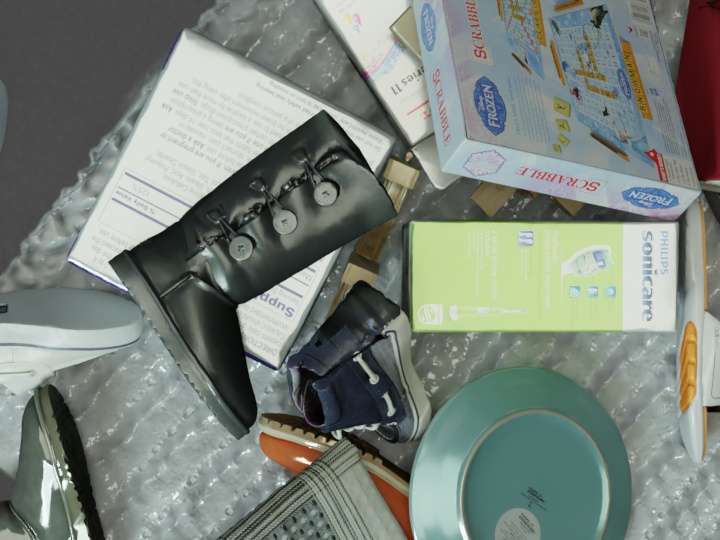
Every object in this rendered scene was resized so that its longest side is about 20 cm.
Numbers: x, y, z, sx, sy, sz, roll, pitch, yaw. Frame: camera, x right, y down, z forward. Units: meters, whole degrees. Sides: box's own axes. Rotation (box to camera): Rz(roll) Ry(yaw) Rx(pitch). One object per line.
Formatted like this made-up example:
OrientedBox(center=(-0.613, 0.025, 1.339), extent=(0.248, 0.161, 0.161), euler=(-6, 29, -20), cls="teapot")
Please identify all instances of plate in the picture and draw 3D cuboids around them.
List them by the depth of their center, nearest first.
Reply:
OrientedBox(center=(0.131, 0.175, 1.595), extent=(0.199, 0.026, 0.201), euler=(1, 88, -26), cls="plate")

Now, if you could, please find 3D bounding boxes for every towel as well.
OrientedBox(center=(-0.028, 0.258, 1.525), extent=(0.192, 0.034, 0.201), euler=(-36, 108, -34), cls="towel")

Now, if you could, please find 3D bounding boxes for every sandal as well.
OrientedBox(center=(0.278, 0.047, 1.608), extent=(0.059, 0.079, 0.208), euler=(0, 89, 2), cls="sandal")

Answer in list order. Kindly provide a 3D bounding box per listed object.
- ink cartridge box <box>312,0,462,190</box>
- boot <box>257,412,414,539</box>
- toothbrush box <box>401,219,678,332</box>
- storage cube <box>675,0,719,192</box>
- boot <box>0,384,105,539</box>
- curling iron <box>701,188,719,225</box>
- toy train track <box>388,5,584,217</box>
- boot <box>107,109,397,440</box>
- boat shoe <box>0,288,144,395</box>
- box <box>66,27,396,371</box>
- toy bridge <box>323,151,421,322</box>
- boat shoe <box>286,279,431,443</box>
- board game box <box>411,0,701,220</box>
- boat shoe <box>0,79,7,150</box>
OrientedBox(center=(0.055, -0.174, 1.605), extent=(0.117, 0.067, 0.201), euler=(-33, 91, -1), cls="ink cartridge box")
OrientedBox(center=(-0.005, 0.187, 1.610), extent=(0.199, 0.075, 0.108), euler=(29, 95, -3), cls="boot")
OrientedBox(center=(0.132, 0.004, 1.571), extent=(0.199, 0.146, 0.087), euler=(1, 90, 0), cls="toothbrush box")
OrientedBox(center=(0.343, -0.141, 1.550), extent=(0.199, 0.171, 0.181), euler=(8, 90, -11), cls="storage cube")
OrientedBox(center=(-0.308, 0.194, 1.605), extent=(0.199, 0.073, 0.183), euler=(-10, 97, 5), cls="boot")
OrientedBox(center=(0.312, -0.026, 1.636), extent=(0.049, 0.026, 0.200), euler=(-36, 87, -22), cls="curling iron")
OrientedBox(center=(0.096, -0.119, 1.560), extent=(0.200, 0.033, 0.115), euler=(45, 83, -12), cls="toy train track")
OrientedBox(center=(-0.058, 0.003, 1.509), extent=(0.200, 0.066, 0.165), euler=(-34, 94, -6), cls="boot")
OrientedBox(center=(-0.267, 0.061, 1.610), extent=(0.199, 0.071, 0.070), euler=(-4, 118, -5), cls="boat shoe")
OrientedBox(center=(-0.097, -0.053, 1.585), extent=(0.183, 0.105, 0.201), euler=(28, 90, -2), cls="box")
OrientedBox(center=(0.000, 0.000, 1.605), extent=(0.027, 0.067, 0.201), euler=(23, 98, -1), cls="toy bridge")
OrientedBox(center=(-0.006, 0.093, 1.546), extent=(0.075, 0.200, 0.093), euler=(36, 69, 29), cls="boat shoe")
OrientedBox(center=(0.140, -0.142, 1.517), extent=(0.199, 0.041, 0.201), euler=(12, 50, -24), cls="board game box")
OrientedBox(center=(-0.338, -0.064, 1.603), extent=(0.066, 0.070, 0.201), euler=(16, 84, 24), cls="boat shoe")
